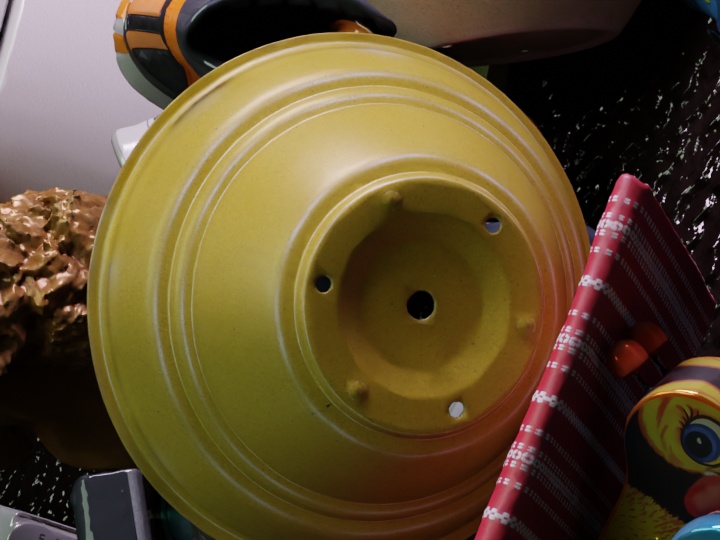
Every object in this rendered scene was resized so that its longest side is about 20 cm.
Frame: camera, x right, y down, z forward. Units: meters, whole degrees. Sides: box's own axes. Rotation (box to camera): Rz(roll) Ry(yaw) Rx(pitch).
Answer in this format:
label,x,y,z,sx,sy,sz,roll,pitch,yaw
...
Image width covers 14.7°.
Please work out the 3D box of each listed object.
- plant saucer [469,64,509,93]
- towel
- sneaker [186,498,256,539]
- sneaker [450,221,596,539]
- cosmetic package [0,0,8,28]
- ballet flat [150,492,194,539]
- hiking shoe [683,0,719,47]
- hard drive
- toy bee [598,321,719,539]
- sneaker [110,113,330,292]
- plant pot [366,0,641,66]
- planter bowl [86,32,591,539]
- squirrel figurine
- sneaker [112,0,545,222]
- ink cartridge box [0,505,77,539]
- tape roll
label,x,y,z,sx,sy,sz,roll,pitch,yaw
plant saucer,0.011,-0.072,1.334,0.200,0.031,0.200,-37,42,42
towel,0.075,0.078,1.012,0.022,0.145,0.200,18,78,22
sneaker,-0.047,0.118,1.119,0.115,0.200,0.076,8,64,34
sneaker,0.043,0.054,1.170,0.200,0.070,0.109,-43,29,47
cosmetic package,-0.292,-0.080,1.393,0.200,0.165,0.165,-22,53,63
ballet flat,-0.063,0.147,1.285,0.064,0.067,0.200,99,169,-46
hiking shoe,0.166,-0.070,1.046,0.087,0.074,0.200,-61,31,10
hard drive,-0.095,0.195,1.205,0.140,0.033,0.200,103,158,-75
toy bee,0.123,0.074,0.991,0.200,0.109,0.131,-50,-10,13
sneaker,0.000,0.000,1.218,0.146,0.202,0.077,-26,15,0
plant pot,0.057,-0.160,1.190,0.200,0.200,0.135,-11,84,55
planter bowl,0.009,0.012,0.995,0.083,0.200,0.201,0,71,70
squirrel figurine,-0.184,0.022,1.236,0.200,0.186,0.142,94,178,-73
sneaker,0.004,-0.061,1.100,0.112,0.200,0.078,14,87,64
ink cartridge box,-0.208,0.193,1.457,0.200,0.083,0.146,6,76,58
tape roll,-0.144,-0.076,1.444,0.203,0.139,0.203,-53,27,43
